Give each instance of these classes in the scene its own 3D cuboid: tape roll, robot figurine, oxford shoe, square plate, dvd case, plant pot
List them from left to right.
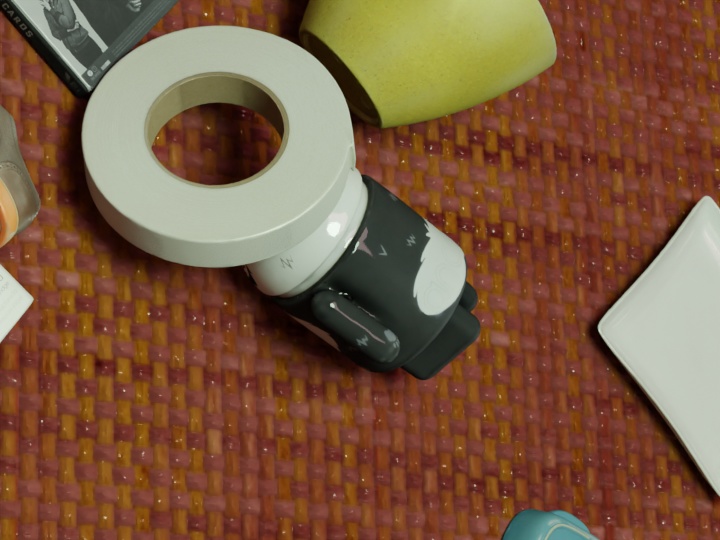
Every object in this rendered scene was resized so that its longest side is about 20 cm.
[{"bbox_3d":[-0.294,-0.111,1.745,0.200,0.071,0.073,64,32,-9],"label":"oxford shoe"},{"bbox_3d":[-0.229,-0.251,1.848,0.200,0.025,0.150,49,54,-14],"label":"dvd case"},{"bbox_3d":[-0.105,-0.094,1.815,0.202,0.037,0.203,0,56,0],"label":"tape roll"},{"bbox_3d":[-0.001,0.000,1.886,0.200,0.150,0.125,37,77,-24],"label":"robot figurine"},{"bbox_3d":[0.036,-0.196,1.942,0.142,0.200,0.200,-40,103,-11],"label":"plant pot"},{"bbox_3d":[0.306,0.069,2.151,0.200,0.028,0.198,53,54,-13],"label":"square plate"}]

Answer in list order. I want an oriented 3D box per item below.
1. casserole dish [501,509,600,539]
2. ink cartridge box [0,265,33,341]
[{"bbox_3d":[0.154,0.283,1.973,0.121,0.039,0.200,34,61,-24],"label":"casserole dish"},{"bbox_3d":[-0.347,0.005,1.625,0.200,0.125,0.129,47,55,-17],"label":"ink cartridge box"}]
